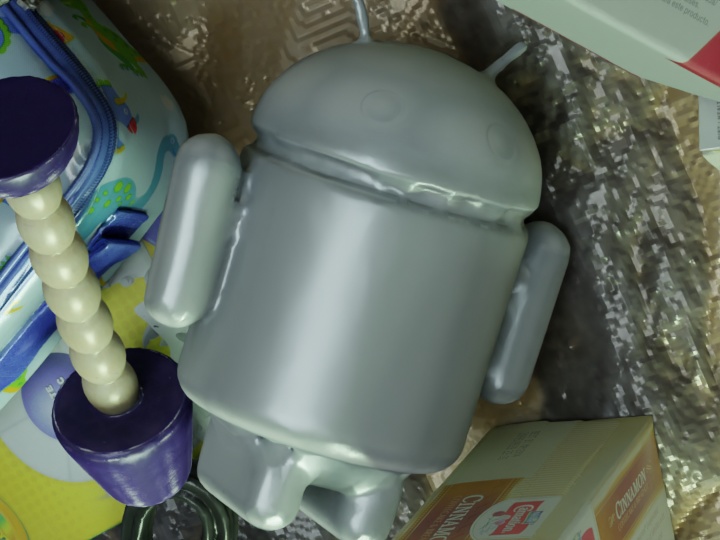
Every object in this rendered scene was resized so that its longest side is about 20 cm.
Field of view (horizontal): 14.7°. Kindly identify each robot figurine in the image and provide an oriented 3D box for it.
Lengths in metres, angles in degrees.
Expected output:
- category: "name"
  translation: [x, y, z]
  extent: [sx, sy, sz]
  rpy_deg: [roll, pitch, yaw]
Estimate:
- category: "robot figurine"
  translation: [0.000, 0.000, 1.052]
  extent: [0.113, 0.170, 0.200]
  rpy_deg: [27, 100, 59]

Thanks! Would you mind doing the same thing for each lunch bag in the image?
- category: "lunch bag"
  translation: [-0.172, -0.031, 1.115]
  extent: [0.200, 0.082, 0.161]
  rpy_deg: [-48, 68, 20]

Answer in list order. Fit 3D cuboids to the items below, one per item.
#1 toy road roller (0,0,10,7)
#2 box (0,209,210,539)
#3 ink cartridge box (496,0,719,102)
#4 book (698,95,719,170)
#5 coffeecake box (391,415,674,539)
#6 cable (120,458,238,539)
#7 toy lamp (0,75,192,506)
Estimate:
- category: "toy road roller"
  translation: [-0.117, -0.198, 1.010]
  extent: [0.200, 0.146, 0.123]
  rpy_deg: [99, 151, -43]
- category: "box"
  translation: [-0.122, 0.051, 1.170]
  extent: [0.200, 0.048, 0.117]
  rpy_deg: [-30, 94, 29]
- category: "ink cartridge box"
  translation: [0.116, -0.166, 0.902]
  extent: [0.083, 0.145, 0.200]
  rpy_deg: [24, 91, 46]
- category: "book"
  translation: [0.215, -0.109, 0.954]
  extent: [0.200, 0.048, 0.134]
  rpy_deg: [-7, 74, 25]
- category: "coffeecake box"
  translation: [0.078, 0.176, 1.070]
  extent: [0.073, 0.154, 0.200]
  rpy_deg: [-6, 105, 23]
- category: "cable"
  translation: [-0.083, 0.161, 1.181]
  extent: [0.097, 0.050, 0.200]
  rpy_deg: [6, 115, 22]
- category: "toy lamp"
  translation: [-0.103, 0.016, 1.043]
  extent: [0.058, 0.058, 0.200]
  rpy_deg: [8, 143, 20]
